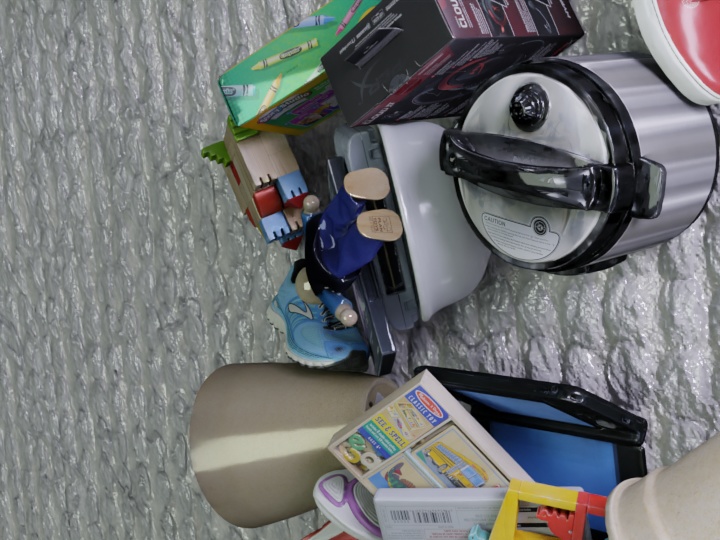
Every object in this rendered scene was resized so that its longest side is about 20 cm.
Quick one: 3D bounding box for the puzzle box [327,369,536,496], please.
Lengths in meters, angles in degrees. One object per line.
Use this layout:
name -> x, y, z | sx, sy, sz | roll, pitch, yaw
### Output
puzzle box -> 0.081, 0.201, 1.133 | 0.200, 0.025, 0.133 | 46, 121, -8

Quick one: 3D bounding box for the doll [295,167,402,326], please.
doll -> -0.022, -0.014, 1.108 | 0.200, 0.048, 0.137 | 132, 125, -60

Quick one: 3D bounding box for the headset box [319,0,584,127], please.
headset box -> 0.074, -0.197, 1.047 | 0.149, 0.200, 0.075 | -35, 74, 45

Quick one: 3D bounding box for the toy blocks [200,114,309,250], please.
toy blocks -> -0.101, -0.091, 1.305 | 0.137, 0.100, 0.200 | 66, 167, 4

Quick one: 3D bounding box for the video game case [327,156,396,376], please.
video game case -> 0.000, 0.000, 1.204 | 0.143, 0.019, 0.200 | 93, 161, -77

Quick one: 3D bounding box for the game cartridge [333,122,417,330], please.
game cartridge -> 0.014, -0.049, 1.206 | 0.133, 0.041, 0.200 | -107, 4, -77

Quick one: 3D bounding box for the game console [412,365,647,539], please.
game console -> 0.158, 0.173, 1.110 | 0.200, 0.176, 0.117 | 3, 73, 45

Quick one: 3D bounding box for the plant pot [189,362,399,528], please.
plant pot -> -0.051, 0.179, 1.297 | 0.200, 0.187, 0.188 | -13, 89, 33

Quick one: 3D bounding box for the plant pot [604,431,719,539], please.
plant pot -> 0.321, 0.183, 0.900 | 0.201, 0.200, 0.184 | 51, 120, 25

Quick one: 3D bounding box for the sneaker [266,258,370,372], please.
sneaker -> -0.045, 0.045, 1.292 | 0.200, 0.078, 0.090 | 42, 120, 55

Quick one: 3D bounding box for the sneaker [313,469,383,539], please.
sneaker -> 0.036, 0.275, 1.228 | 0.200, 0.075, 0.100 | 26, 138, -7

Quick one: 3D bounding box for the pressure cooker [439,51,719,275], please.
pressure cooker -> 0.171, -0.090, 0.970 | 0.176, 0.200, 0.179 | -40, 71, 43

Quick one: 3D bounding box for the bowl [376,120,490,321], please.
bowl -> 0.079, -0.057, 1.124 | 0.201, 0.090, 0.202 | -12, -90, -89

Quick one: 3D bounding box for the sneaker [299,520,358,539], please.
sneaker -> -0.021, 0.351, 1.361 | 0.200, 0.078, 0.116 | -48, 63, 42

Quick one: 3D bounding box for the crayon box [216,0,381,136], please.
crayon box -> -0.026, -0.206, 1.167 | 0.200, 0.119, 0.058 | -28, 78, 25

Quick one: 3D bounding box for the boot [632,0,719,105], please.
boot -> 0.283, -0.240, 0.917 | 0.144, 0.072, 0.200 | -26, 77, 45

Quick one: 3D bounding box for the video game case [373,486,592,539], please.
video game case -> 0.125, 0.285, 1.135 | 0.200, 0.022, 0.182 | -4, 115, 20

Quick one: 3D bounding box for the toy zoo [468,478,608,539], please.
toy zoo -> 0.196, 0.258, 1.071 | 0.200, 0.020, 0.131 | 10, 117, 13
